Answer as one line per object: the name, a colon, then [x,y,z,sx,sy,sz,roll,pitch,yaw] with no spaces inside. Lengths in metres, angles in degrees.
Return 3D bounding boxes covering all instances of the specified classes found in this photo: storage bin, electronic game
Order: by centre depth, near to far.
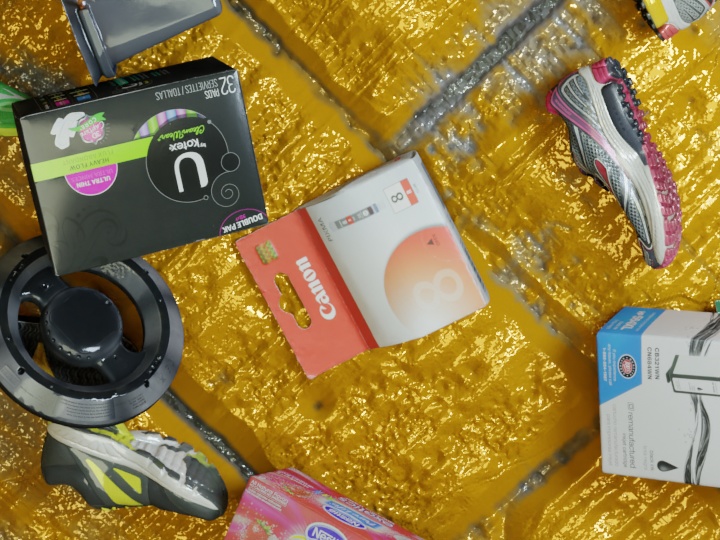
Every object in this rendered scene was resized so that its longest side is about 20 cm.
storage bin: [-0.211,-0.285,1.604,0.133,0.146,0.201,-21,104,-1]
electronic game: [-0.262,0.054,1.683,0.199,0.201,0.042,31,144,-5]

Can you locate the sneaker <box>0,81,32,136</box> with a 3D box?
sneaker: [-0.377,-0.190,1.666,0.199,0.074,0.084,30,109,-5]

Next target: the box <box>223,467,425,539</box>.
box: [-0.023,0.277,1.723,0.199,0.100,0.096,26,99,21]

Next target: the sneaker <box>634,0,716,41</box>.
sneaker: [0.257,-0.310,1.598,0.082,0.078,0.201,-28,112,7]

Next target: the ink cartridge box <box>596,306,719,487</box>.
ink cartridge box: [0.328,0.120,1.668,0.199,0.084,0.147,3,107,29]

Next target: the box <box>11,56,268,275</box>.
box: [-0.203,-0.098,1.629,0.198,0.124,0.150,-15,105,-12]

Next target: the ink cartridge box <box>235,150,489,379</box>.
ink cartridge box: [0.000,0.000,1.709,0.199,0.050,0.163,-27,102,7]

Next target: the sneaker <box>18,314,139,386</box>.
sneaker: [-0.309,0.071,1.742,0.199,0.090,0.071,11,99,-27]

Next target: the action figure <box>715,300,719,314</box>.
action figure: [0.407,0.117,1.717,0.117,0.055,0.202,-8,109,3]

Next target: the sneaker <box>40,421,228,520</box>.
sneaker: [-0.226,0.204,1.777,0.199,0.074,0.085,26,112,6]

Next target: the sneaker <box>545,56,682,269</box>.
sneaker: [0.241,-0.095,1.658,0.074,0.081,0.201,-21,96,24]
